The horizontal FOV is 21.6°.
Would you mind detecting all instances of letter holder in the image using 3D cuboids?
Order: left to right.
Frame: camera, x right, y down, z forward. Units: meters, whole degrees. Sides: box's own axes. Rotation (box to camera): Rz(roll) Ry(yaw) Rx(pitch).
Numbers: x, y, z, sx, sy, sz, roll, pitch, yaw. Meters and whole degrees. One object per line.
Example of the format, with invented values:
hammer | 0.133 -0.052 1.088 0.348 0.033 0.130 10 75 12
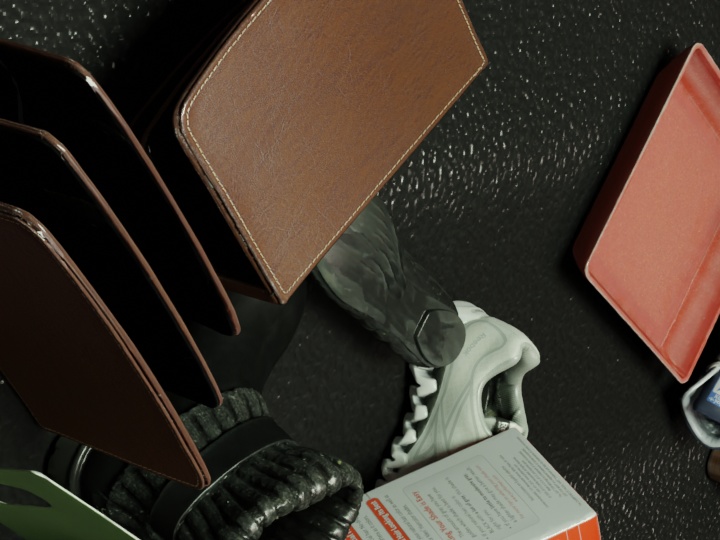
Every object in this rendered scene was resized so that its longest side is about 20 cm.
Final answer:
letter holder | -0.129 -0.001 0.936 0.101 0.142 0.200 -51 136 -25
letter holder | -0.045 -0.108 1.021 0.200 0.100 0.142 -50 134 -26

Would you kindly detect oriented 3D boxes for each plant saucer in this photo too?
plant saucer | 0.239 -0.043 1.438 0.200 0.037 0.200 43 70 -49

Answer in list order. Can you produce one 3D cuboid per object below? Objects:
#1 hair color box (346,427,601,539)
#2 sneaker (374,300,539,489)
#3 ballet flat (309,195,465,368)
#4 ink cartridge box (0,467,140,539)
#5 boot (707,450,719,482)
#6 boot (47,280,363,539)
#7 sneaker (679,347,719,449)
hair color box | 0.038 0.184 1.169 0.200 0.111 0.064 -21 123 -15
sneaker | 0.065 0.125 1.260 0.075 0.081 0.201 2 103 -52
ballet flat | 0.000 0.000 1.161 0.067 0.057 0.200 -55 136 -15
ink cartridge box | -0.128 0.166 0.949 0.200 0.145 0.048 36 66 -29
boot | 0.424 0.188 1.608 0.186 0.200 0.064 -7 109 -48
boot | -0.056 0.081 1.038 0.211 0.158 0.079 -55 138 -22
sneaker | 0.313 0.055 1.493 0.108 0.070 0.200 -41 151 -47
